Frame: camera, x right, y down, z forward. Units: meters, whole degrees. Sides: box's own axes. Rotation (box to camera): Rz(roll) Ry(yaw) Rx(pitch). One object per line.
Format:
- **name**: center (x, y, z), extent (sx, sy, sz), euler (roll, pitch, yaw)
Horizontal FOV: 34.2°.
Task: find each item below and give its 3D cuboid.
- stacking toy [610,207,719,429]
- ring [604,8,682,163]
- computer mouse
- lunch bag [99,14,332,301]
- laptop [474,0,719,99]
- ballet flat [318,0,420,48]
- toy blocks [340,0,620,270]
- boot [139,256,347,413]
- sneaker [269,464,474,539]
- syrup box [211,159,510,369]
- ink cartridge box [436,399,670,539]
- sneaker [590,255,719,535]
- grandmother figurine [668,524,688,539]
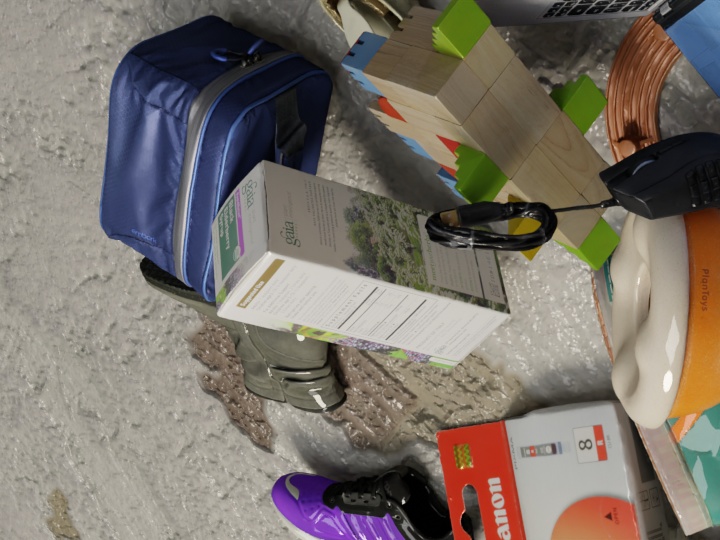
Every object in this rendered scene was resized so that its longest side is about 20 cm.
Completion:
- **stacking toy**: center (0.256, 0.026, 0.699), extent (0.199, 0.146, 0.147), euler (3, 123, 2)
- **ring**: center (0.242, -0.086, 0.715), extent (0.200, 0.019, 0.201), euler (19, 126, 27)
- **computer mouse**: center (0.129, -0.047, 0.643), extent (0.059, 0.199, 0.034), euler (-129, 30, -54)
- **lunch bag**: center (-0.100, -0.088, 0.882), extent (0.132, 0.136, 0.201), euler (30, 131, 20)
- **laptop**: center (0.162, -0.106, 0.608), extent (0.199, 0.187, 0.117), euler (-5, 87, -5)
- **ballet flat**: center (0.040, -0.128, 0.807), extent (0.200, 0.062, 0.067), euler (50, 134, -1)
- **toy blocks**: center (0.064, -0.092, 0.711), extent (0.200, 0.100, 0.137), euler (41, 174, -37)
- **boot**: center (-0.107, 0.056, 1.031), extent (0.199, 0.068, 0.131), euler (18, 132, 29)
- **sneaker**: center (0.015, 0.208, 1.037), extent (0.199, 0.070, 0.100), euler (21, 121, 20)
- **syrup box**: center (0.000, 0.000, 0.824), extent (0.199, 0.079, 0.081), euler (14, 139, -28)
- **ink cartridge box**: center (0.137, 0.190, 0.902), extent (0.199, 0.050, 0.163), euler (-16, 80, 38)
- **sneaker**: center (0.221, 0.075, 0.805), extent (0.080, 0.071, 0.201), euler (-22, 91, 7)
- **grandmother figurine**: center (0.293, 0.233, 0.848), extent (0.199, 0.061, 0.122), euler (12, 123, 29)
